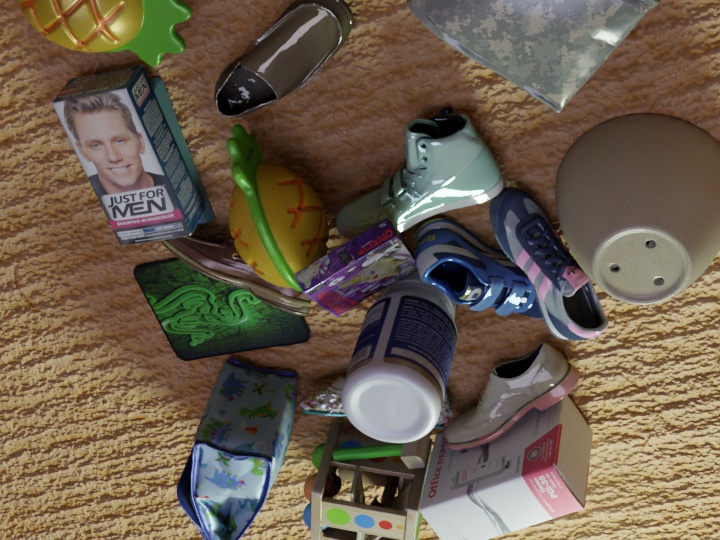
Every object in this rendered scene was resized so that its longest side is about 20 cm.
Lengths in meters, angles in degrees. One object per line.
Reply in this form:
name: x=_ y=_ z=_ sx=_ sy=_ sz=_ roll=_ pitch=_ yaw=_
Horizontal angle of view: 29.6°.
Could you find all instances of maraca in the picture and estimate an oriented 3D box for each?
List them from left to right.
maraca: x=-0.277 y=-0.288 z=1.451 sx=0.199 sy=0.107 sz=0.137 roll=19 pitch=136 yaw=-1
maraca: x=-0.102 y=-0.069 z=1.547 sx=0.107 sy=0.137 sz=0.201 roll=-21 pitch=112 yaw=10

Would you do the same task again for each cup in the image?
cup: x=0.304 y=-0.046 z=1.465 sx=0.199 sy=0.143 sz=0.201 roll=7 pitch=127 yaw=9

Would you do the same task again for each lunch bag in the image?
lunch bag: x=-0.160 y=0.245 z=1.783 sx=0.127 sy=0.170 sz=0.201 roll=12 pitch=130 yaw=4
lunch bag: x=0.165 y=-0.281 z=1.340 sx=0.200 sy=0.118 sz=0.164 roll=29 pitch=129 yaw=-14

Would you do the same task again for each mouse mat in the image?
mouse mat: x=-0.177 y=0.043 z=1.739 sx=0.199 sy=0.008 sz=0.161 roll=-10 pitch=123 yaw=22

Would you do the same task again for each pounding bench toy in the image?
pounding bench toy: x=0.007 y=0.268 z=1.777 sx=0.155 sy=0.124 sz=0.201 roll=10 pitch=133 yaw=7

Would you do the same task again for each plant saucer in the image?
plant saucer: x=-0.236 y=-0.134 z=1.614 sx=0.070 sy=0.019 sz=0.201 roll=-5 pitch=126 yaw=18

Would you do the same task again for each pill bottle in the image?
pill bottle: x=0.052 y=0.096 z=1.599 sx=0.115 sy=0.200 sz=0.116 roll=8 pitch=129 yaw=10

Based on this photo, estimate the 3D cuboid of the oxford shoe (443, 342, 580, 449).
oxford shoe: x=0.175 y=0.154 z=1.701 sx=0.200 sy=0.071 sz=0.074 roll=-36 pitch=107 yaw=22

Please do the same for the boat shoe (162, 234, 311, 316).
boat shoe: x=-0.142 y=-0.012 z=1.652 sx=0.199 sy=0.072 sz=0.068 roll=23 pitch=93 yaw=7

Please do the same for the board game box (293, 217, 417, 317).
board game box: x=0.000 y=0.000 z=1.538 sx=0.120 sy=0.200 sz=0.032 roll=-27 pitch=78 yaw=5

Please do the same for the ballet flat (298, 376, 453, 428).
ballet flat: x=0.022 y=0.159 z=1.750 sx=0.199 sy=0.076 sz=0.064 roll=5 pitch=97 yaw=5

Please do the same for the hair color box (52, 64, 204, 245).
hair color box: x=-0.266 y=-0.130 z=1.575 sx=0.100 sy=0.061 sz=0.201 roll=-8 pitch=123 yaw=20

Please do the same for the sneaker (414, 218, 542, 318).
sneaker: x=0.150 y=0.016 z=1.589 sx=0.199 sy=0.082 sz=0.074 roll=22 pitch=127 yaw=-7

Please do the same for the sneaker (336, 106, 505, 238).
sneaker: x=0.049 y=-0.113 z=1.521 sx=0.200 sy=0.074 sz=0.118 roll=-19 pitch=127 yaw=15

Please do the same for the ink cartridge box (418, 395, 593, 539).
ink cartridge box: x=0.183 y=0.253 z=1.718 sx=0.199 sy=0.147 sz=0.083 roll=-23 pitch=117 yaw=28

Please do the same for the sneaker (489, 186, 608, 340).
sneaker: x=0.220 y=-0.010 z=1.533 sx=0.200 sy=0.070 sz=0.082 roll=57 pitch=160 yaw=-15

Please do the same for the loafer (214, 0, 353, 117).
loafer: x=-0.086 y=-0.224 z=1.476 sx=0.076 sy=0.068 sz=0.200 roll=40 pitch=125 yaw=-17
